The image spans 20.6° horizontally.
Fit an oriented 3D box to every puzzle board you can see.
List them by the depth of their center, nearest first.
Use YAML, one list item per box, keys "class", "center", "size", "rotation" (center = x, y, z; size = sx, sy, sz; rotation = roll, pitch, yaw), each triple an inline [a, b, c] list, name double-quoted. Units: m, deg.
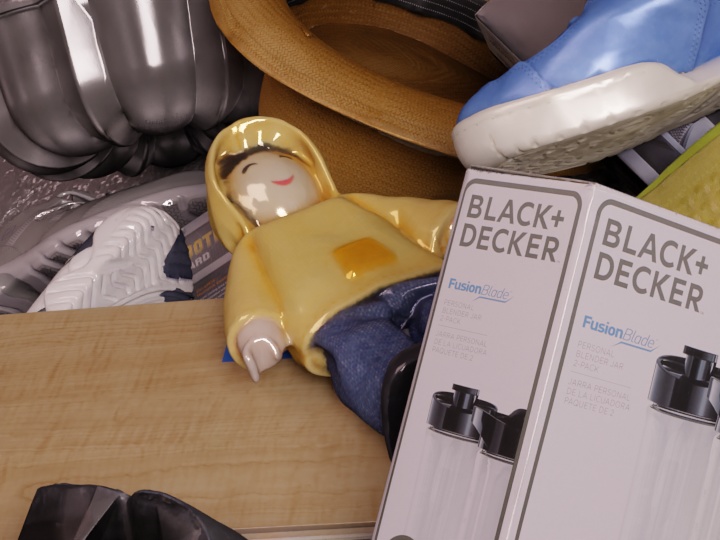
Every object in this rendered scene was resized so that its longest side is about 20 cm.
- class: "puzzle board"
  center: [-0.072, 0.060, 0.777]
  size: [0.199, 0.017, 0.151]
  rotation: [-4, 33, 9]

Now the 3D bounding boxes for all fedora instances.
- class: "fedora"
  center: [0.019, -0.077, 0.902]
  size: [0.201, 0.200, 0.082]
  rotation: [-112, 37, -48]

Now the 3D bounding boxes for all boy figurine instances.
- class: "boy figurine"
  center: [0.000, 0.000, 0.776]
  size: [0.124, 0.065, 0.200]
  rotation: [-24, 38, -15]

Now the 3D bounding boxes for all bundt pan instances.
- class: "bundt pan"
  center: [-0.102, -0.095, 0.998]
  size: [0.201, 0.202, 0.076]
  rotation: [-14, 86, 32]

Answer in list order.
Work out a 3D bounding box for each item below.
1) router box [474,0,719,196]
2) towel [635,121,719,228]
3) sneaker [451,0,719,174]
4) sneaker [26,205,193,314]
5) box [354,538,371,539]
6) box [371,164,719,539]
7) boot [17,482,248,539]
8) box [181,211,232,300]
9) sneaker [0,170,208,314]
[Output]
- class: "router box"
  center: [0.168, -0.080, 0.760]
  size: [0.157, 0.052, 0.200]
  rotation: [-43, 75, 1]
- class: "towel"
  center: [0.132, 0.040, 0.669]
  size: [0.144, 0.023, 0.201]
  rotation: [-41, 47, 34]
- class: "sneaker"
  center: [0.111, -0.114, 0.708]
  size: [0.199, 0.077, 0.112]
  rotation: [-24, 82, 2]
- class: "sneaker"
  center: [-0.170, 0.048, 0.920]
  size: [0.129, 0.079, 0.200]
  rotation: [18, 81, 38]
- class: "box"
  center: [0.014, 0.077, 0.775]
  size: [0.199, 0.042, 0.119]
  rotation: [3, 36, 23]
- class: "box"
  center: [0.068, 0.078, 0.622]
  size: [0.060, 0.116, 0.201]
  rotation: [10, 84, 53]
- class: "boot"
  center: [-0.003, 0.131, 0.686]
  size: [0.164, 0.200, 0.066]
  rotation: [-13, 48, 32]
- class: "box"
  center: [-0.062, 0.043, 0.933]
  size: [0.200, 0.048, 0.159]
  rotation: [-33, 41, 14]
- class: "sneaker"
  center: [-0.145, -0.018, 1.036]
  size: [0.199, 0.075, 0.082]
  rotation: [-20, 47, 28]
